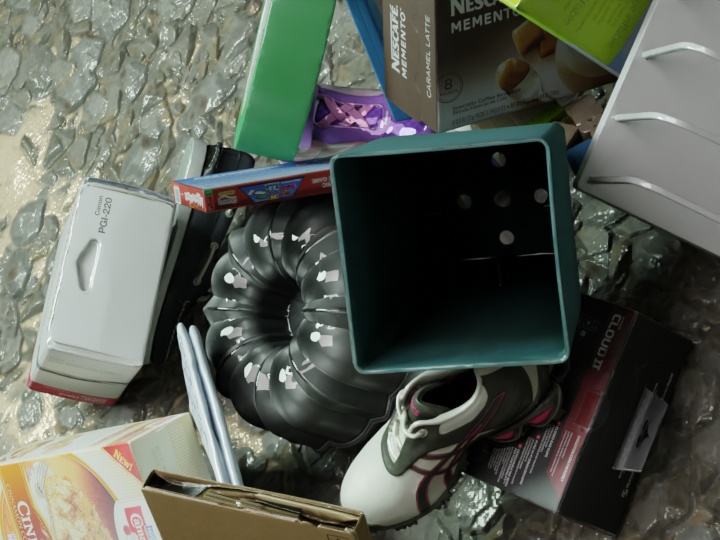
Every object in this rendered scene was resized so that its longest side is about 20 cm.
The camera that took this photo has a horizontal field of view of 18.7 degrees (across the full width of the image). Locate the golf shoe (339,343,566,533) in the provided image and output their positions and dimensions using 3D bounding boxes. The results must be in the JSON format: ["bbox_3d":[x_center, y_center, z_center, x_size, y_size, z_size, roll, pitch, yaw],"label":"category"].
[{"bbox_3d":[0.044,0.106,1.493,0.200,0.088,0.078,-41,51,27],"label":"golf shoe"}]

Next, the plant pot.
[{"bbox_3d":[0.077,-0.029,1.453,0.140,0.200,0.143,-4,101,14],"label":"plant pot"}]

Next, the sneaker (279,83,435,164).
[{"bbox_3d":[-0.016,-0.117,1.755,0.199,0.088,0.081,2,72,42],"label":"sneaker"}]

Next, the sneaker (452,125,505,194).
[{"bbox_3d":[0.111,-0.157,1.663,0.088,0.075,0.202,-15,64,35],"label":"sneaker"}]

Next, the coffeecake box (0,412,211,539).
[{"bbox_3d":[-0.201,0.208,1.739,0.199,0.073,0.155,-14,97,41],"label":"coffeecake box"}]

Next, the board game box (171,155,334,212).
[{"bbox_3d":[-0.033,-0.070,1.623,0.103,0.198,0.020,-159,61,-71],"label":"board game box"}]

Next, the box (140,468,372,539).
[{"bbox_3d":[-0.058,0.218,1.537,0.162,0.201,0.021,9,53,20],"label":"box"}]

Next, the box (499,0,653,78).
[{"bbox_3d":[0.195,-0.196,1.514,0.122,0.199,0.048,-58,38,7],"label":"box"}]

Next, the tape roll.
[{"bbox_3d":[-0.051,-0.184,1.642,0.200,0.048,0.202,-166,90,-84],"label":"tape roll"}]

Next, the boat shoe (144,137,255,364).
[{"bbox_3d":[-0.138,-0.009,1.834,0.076,0.060,0.202,-104,29,-67],"label":"boat shoe"}]

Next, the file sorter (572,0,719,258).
[{"bbox_3d":[0.254,-0.117,1.432,0.201,0.138,0.124,-66,10,-1],"label":"file sorter"}]

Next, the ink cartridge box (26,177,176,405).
[{"bbox_3d":[-0.218,0.021,1.818,0.200,0.084,0.147,132,150,-73],"label":"ink cartridge box"}]

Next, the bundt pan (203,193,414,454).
[{"bbox_3d":[-0.045,0.033,1.635,0.201,0.075,0.204,-10,75,44],"label":"bundt pan"}]

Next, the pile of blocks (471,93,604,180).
[{"bbox_3d":[0.169,-0.078,1.571,0.199,0.062,0.082,20,63,37],"label":"pile of blocks"}]

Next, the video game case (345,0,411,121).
[{"bbox_3d":[0.023,-0.237,1.702,0.018,0.144,0.201,-7,48,16],"label":"video game case"}]

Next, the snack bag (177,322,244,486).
[{"bbox_3d":[-0.100,0.168,1.650,0.021,0.201,0.189,-15,52,-6],"label":"snack bag"}]

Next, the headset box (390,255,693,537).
[{"bbox_3d":[0.130,0.087,1.535,0.199,0.077,0.150,19,86,45],"label":"headset box"}]

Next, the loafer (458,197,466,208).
[{"bbox_3d":[0.000,0.000,1.696,0.200,0.076,0.068,-45,54,19],"label":"loafer"}]

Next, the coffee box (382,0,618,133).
[{"bbox_3d":[0.119,-0.185,1.556,0.080,0.199,0.115,41,141,50],"label":"coffee box"}]
